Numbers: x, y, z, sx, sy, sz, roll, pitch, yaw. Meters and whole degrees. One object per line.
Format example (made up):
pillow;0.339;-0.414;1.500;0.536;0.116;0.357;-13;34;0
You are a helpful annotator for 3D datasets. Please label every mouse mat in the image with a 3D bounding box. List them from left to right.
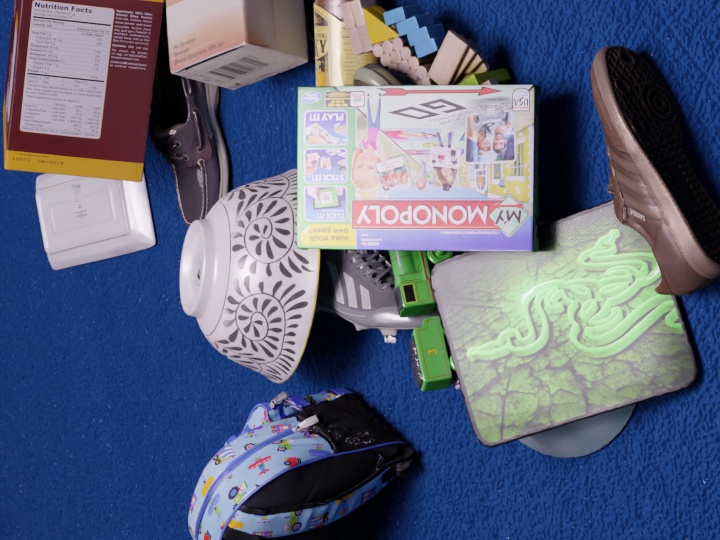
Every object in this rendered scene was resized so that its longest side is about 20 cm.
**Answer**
mouse mat;0.160;0.042;1.561;0.200;0.008;0.161;-20;81;24

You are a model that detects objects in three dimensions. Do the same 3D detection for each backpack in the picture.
backpack;-0.076;0.208;1.764;0.135;0.200;0.183;44;127;33

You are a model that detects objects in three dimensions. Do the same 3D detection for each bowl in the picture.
bowl;-0.111;0.002;1.786;0.201;0.094;0.201;-176;90;-70

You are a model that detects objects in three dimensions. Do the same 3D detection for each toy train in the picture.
toy train;0.055;0.010;1.661;0.042;0.056;0.201;97;163;-67

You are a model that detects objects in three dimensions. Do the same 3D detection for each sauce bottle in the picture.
sauce bottle;-0.010;-0.213;1.717;0.065;0.065;0.201;6;100;47

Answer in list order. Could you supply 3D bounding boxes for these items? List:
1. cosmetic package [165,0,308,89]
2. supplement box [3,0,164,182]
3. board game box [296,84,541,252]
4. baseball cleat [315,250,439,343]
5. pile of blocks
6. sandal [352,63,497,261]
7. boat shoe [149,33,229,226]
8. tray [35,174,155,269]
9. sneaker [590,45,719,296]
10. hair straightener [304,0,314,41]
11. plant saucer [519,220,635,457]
cosmetic package;-0.117;-0.278;1.766;0.103;0.087;0.201;-17;72;39
supplement box;-0.273;-0.217;1.891;0.197;0.132;0.201;-114;32;-66
board game box;0.046;-0.083;1.579;0.199;0.029;0.135;1;91;16
baseball cleat;0.000;0.000;1.740;0.200;0.070;0.107;11;106;45
pile of blocks;0.072;-0.178;1.638;0.200;0.062;0.082;45;126;22
sandal;0.048;-0.081;1.628;0.201;0.057;0.080;53;162;3
boat shoe;-0.175;-0.137;1.908;0.072;0.065;0.201;7;102;47
tray;-0.293;-0.064;2.083;0.200;0.022;0.108;-11;88;48
sneaker;0.214;-0.073;1.493;0.076;0.070;0.200;-38;69;45
hair straightener;-0.092;-0.253;1.815;0.200;0.041;0.077;9;104;46
plant saucer;0.147;0.060;1.614;0.201;0.039;0.202;12;106;46
